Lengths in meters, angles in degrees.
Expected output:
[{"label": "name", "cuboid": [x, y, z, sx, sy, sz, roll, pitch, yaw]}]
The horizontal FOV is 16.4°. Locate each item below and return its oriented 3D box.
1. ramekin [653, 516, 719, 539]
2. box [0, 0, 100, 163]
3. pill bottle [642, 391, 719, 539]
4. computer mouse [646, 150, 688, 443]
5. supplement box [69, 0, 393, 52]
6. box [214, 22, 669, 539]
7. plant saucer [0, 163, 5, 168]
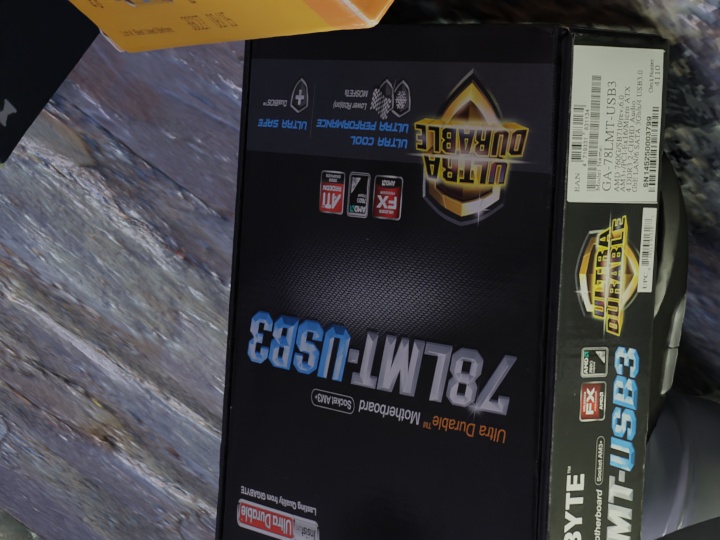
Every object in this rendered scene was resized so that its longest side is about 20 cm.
[{"label": "ramekin", "cuboid": [0.144, 0.172, 0.906, 0.200, 0.200, 0.098, 10, 130, 56]}, {"label": "box", "cuboid": [-0.216, -0.147, 1.010, 0.200, 0.107, 0.148, 22, 160, 40]}, {"label": "pill bottle", "cuboid": [0.050, 0.074, 1.038, 0.199, 0.112, 0.112, 12, 170, -16]}, {"label": "computer mouse", "cuboid": [0.056, 0.030, 0.921, 0.140, 0.201, 0.046, 16, -161, 33]}, {"label": "supplement box", "cuboid": [-0.046, -0.118, 0.829, 0.067, 0.069, 0.200, 42, 161, -23]}, {"label": "box", "cuboid": [0.022, 0.015, 0.862, 0.050, 0.199, 0.200, 2, -176, -34]}, {"label": "plant saucer", "cuboid": [-0.250, -0.119, 1.218, 0.200, 0.050, 0.200, 32, -179, 0]}]
